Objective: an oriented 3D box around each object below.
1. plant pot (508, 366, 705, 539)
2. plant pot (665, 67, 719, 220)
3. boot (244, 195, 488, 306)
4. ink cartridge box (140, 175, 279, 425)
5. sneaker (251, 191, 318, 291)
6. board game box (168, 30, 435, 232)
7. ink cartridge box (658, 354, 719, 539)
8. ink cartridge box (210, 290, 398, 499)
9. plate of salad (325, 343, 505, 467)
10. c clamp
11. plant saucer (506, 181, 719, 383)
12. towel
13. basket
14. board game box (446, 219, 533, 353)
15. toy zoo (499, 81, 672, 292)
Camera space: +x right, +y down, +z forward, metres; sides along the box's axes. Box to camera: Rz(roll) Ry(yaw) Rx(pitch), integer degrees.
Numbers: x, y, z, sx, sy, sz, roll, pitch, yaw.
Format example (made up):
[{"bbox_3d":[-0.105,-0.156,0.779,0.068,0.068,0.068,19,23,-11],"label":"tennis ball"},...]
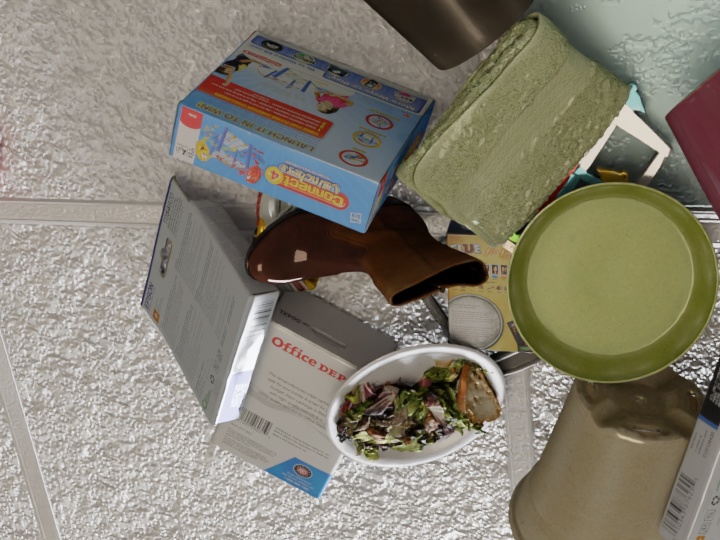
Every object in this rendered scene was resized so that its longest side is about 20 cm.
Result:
[{"bbox_3d":[0.261,0.193,1.338,0.199,0.201,0.184,15,125,11],"label":"plant pot"},{"bbox_3d":[0.369,-0.105,1.148,0.179,0.200,0.200,51,124,6],"label":"plant pot"},{"bbox_3d":[0.000,0.000,1.285,0.187,0.200,0.069,-11,115,-18],"label":"boot"},{"bbox_3d":[-0.168,0.030,1.457,0.200,0.040,0.200,54,139,34],"label":"ink cartridge box"},{"bbox_3d":[-0.065,-0.062,1.397,0.082,0.078,0.201,13,131,5],"label":"sneaker"},{"bbox_3d":[-0.051,-0.137,1.265,0.199,0.196,0.056,22,124,7],"label":"board game box"},{"bbox_3d":[0.397,0.171,1.283,0.047,0.199,0.199,33,113,51],"label":"ink cartridge box"},{"bbox_3d":[-0.063,0.137,1.498,0.145,0.084,0.201,28,124,2],"label":"ink cartridge box"},{"bbox_3d":[0.062,0.154,1.419,0.199,0.048,0.201,-9,136,-9],"label":"plate of salad"},{"bbox_3d":[0.114,0.057,1.421,0.170,0.027,0.201,-20,111,29],"label":"c clamp"},{"bbox_3d":[0.238,0.009,1.271,0.199,0.031,0.201,1,109,3],"label":"plant saucer"},{"bbox_3d":[0.142,-0.123,1.220,0.148,0.037,0.200,31,108,-30],"label":"towel"},{"bbox_3d":[0.052,-0.289,1.181,0.180,0.136,0.200,-34,108,20],"label":"basket"},{"bbox_3d":[0.188,0.019,1.352,0.199,0.035,0.136,4,118,11],"label":"board game box"},{"bbox_3d":[0.205,-0.096,1.276,0.131,0.020,0.201,33,108,3],"label":"toy zoo"}]
